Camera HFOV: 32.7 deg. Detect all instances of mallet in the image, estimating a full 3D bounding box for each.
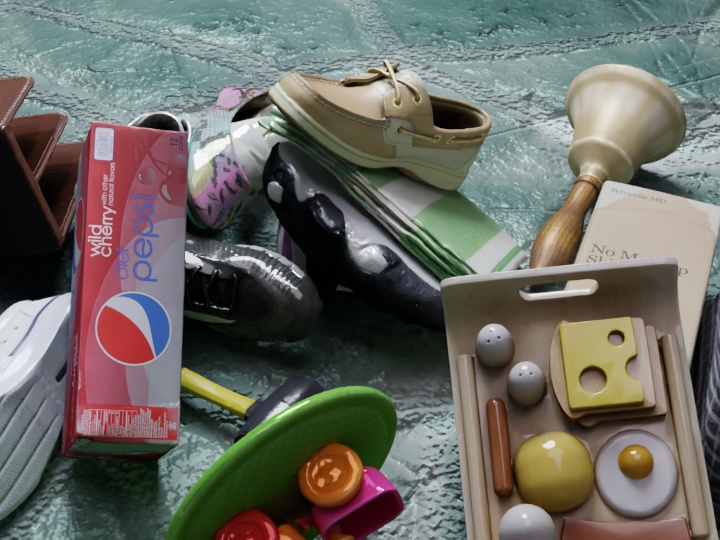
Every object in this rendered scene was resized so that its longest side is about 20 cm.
[{"bbox_3d":[-0.107,0.068,0.811,0.200,0.041,0.066,26,46,31],"label":"mallet"}]

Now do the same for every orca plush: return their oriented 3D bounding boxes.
[{"bbox_3d":[0.000,0.000,0.849,0.200,0.071,0.105,37,20,-5],"label":"orca plush"}]

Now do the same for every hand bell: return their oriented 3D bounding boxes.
[{"bbox_3d":[0.177,-0.061,0.964,0.104,0.104,0.200,19,54,19],"label":"hand bell"}]

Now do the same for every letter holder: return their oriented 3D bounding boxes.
[{"bbox_3d":[-0.307,-0.078,0.884,0.200,0.101,0.142,-9,36,12],"label":"letter holder"}]

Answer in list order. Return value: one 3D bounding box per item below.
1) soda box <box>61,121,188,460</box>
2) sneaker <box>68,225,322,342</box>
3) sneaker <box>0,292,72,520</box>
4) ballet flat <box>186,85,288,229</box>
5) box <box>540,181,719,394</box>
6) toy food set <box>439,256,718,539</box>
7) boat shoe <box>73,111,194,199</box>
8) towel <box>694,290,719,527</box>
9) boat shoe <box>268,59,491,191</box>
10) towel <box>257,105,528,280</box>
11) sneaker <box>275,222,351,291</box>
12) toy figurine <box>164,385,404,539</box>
[{"bbox_3d":[-0.146,0.014,0.761,0.063,0.070,0.200,6,72,-19],"label":"soda box"},{"bbox_3d":[-0.122,0.006,0.842,0.200,0.067,0.090,23,17,28],"label":"sneaker"},{"bbox_3d":[-0.228,0.090,0.761,0.071,0.073,0.200,-6,32,27],"label":"sneaker"},{"bbox_3d":[-0.083,-0.096,0.913,0.071,0.069,0.200,-16,24,12],"label":"ballet flat"},{"bbox_3d":[0.185,0.030,0.840,0.095,0.078,0.200,14,41,13],"label":"box"},{"bbox_3d":[0.125,0.093,0.702,0.143,0.060,0.200,-6,70,6],"label":"toy food set"},{"bbox_3d":[-0.150,-0.086,0.914,0.072,0.066,0.200,16,12,16],"label":"boat shoe"},{"bbox_3d":[0.256,0.041,0.767,0.085,0.166,0.200,8,39,15],"label":"towel"},{"bbox_3d":[0.019,-0.111,0.850,0.200,0.066,0.074,9,34,-53],"label":"boat shoe"},{"bbox_3d":[0.030,-0.057,0.882,0.200,0.023,0.153,39,21,6],"label":"towel"},{"bbox_3d":[-0.011,-0.055,0.948,0.099,0.075,0.200,8,47,-5],"label":"sneaker"},{"bbox_3d":[-0.010,0.189,0.613,0.200,0.150,0.184,-36,60,-10],"label":"toy figurine"}]
